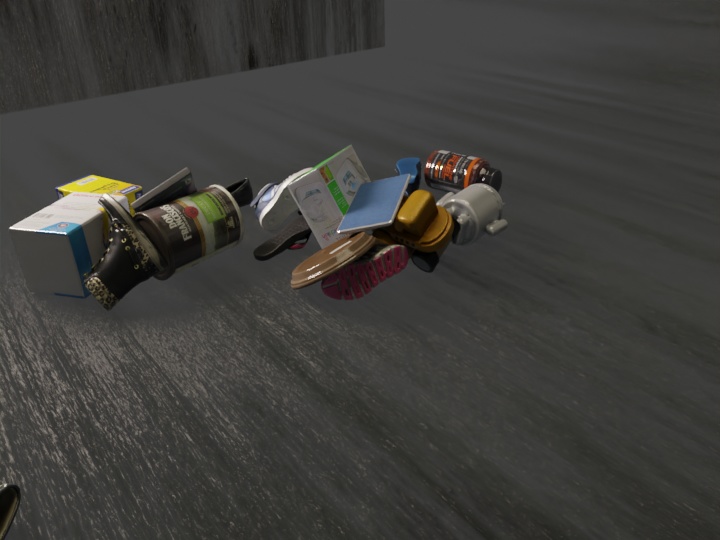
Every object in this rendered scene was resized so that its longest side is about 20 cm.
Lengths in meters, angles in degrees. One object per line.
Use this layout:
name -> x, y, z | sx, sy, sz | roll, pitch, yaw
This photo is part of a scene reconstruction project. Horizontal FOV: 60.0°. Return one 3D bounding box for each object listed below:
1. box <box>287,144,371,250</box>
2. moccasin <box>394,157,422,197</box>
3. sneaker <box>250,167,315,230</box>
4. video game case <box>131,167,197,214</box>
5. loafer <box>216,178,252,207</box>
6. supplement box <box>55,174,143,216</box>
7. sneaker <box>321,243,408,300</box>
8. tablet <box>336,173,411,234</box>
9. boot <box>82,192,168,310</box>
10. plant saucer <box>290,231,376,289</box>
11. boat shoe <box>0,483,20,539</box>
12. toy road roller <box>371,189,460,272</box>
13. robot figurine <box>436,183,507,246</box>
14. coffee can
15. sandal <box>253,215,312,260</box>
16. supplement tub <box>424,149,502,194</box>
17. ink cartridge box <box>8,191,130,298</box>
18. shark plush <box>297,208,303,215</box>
box -> -0.051, -0.163, 1.421 | 0.095, 0.179, 0.200 | -23, 13, 31
moccasin -> 0.131, -0.258, 1.722 | 0.078, 0.070, 0.201 | -4, 27, 12
sneaker -> -0.187, -0.202, 1.545 | 0.200, 0.080, 0.147 | -43, 35, 12
video game case -> -0.427, -0.140, 1.400 | 0.142, 0.201, 0.019 | -38, 77, -16
loafer -> -0.370, -0.189, 1.624 | 0.198, 0.072, 0.067 | -25, 35, -35
supplement box -> -0.636, -0.155, 1.539 | 0.196, 0.111, 0.109 | 14, 32, 27
sneaker -> 0.000, 0.000, 1.259 | 0.197, 0.075, 0.087 | -27, 20, -23
tablet -> 0.032, -0.142, 1.323 | 0.127, 0.014, 0.202 | -9, 34, 25
boot -> -0.497, -0.039, 1.235 | 0.153, 0.074, 0.204 | -41, 80, -9
plant saucer -> -0.058, -0.025, 1.249 | 0.197, 0.030, 0.200 | -28, 11, 6
boat shoe -> -0.448, 0.318, 0.705 | 0.059, 0.077, 0.201 | -10, 30, -4
toy road roller -> 0.105, -0.105, 1.309 | 0.198, 0.147, 0.124 | 25, 69, 36
robot figurine -> 0.253, -0.130, 1.426 | 0.168, 0.115, 0.198 | 35, 43, 25
coffee can -> -0.374, -0.086, 1.357 | 0.144, 0.150, 0.199 | 20, 35, 35
sandal -> -0.158, -0.071, 1.436 | 0.198, 0.046, 0.075 | -36, 35, -23
supplement tub -> 0.274, -0.253, 1.657 | 0.197, 0.109, 0.106 | 19, 35, 35
ink cartridge box -> -0.598, -0.060, 1.325 | 0.143, 0.149, 0.201 | 6, 29, 15
shark plush -> -0.095, -0.211, 1.631 | 0.089, 0.085, 0.201 | 8, 30, 18
